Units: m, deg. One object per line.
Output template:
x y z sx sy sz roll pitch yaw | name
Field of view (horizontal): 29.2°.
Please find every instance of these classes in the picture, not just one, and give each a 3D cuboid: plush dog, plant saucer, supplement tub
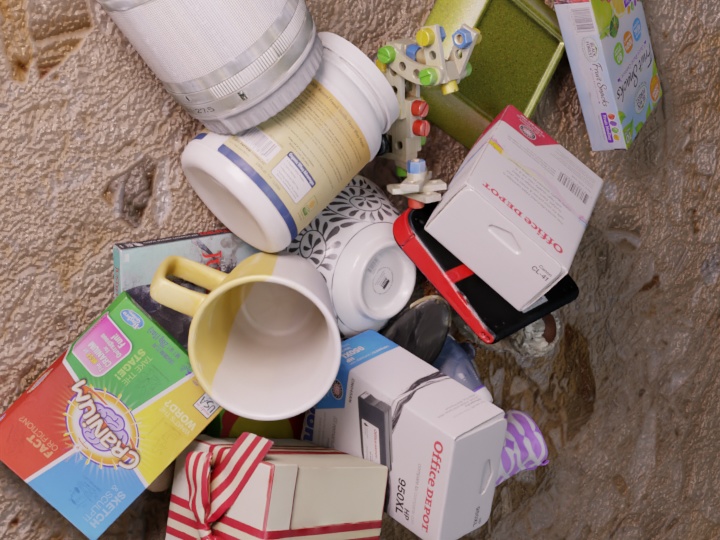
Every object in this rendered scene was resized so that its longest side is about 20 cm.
0.133 0.012 1.624 0.172 0.160 0.201 45 34 -24 | plush dog
0.157 -0.245 1.605 0.199 0.048 0.201 30 86 -38 | plant saucer
-0.069 -0.133 1.411 0.200 0.144 0.145 -46 126 -15 | supplement tub

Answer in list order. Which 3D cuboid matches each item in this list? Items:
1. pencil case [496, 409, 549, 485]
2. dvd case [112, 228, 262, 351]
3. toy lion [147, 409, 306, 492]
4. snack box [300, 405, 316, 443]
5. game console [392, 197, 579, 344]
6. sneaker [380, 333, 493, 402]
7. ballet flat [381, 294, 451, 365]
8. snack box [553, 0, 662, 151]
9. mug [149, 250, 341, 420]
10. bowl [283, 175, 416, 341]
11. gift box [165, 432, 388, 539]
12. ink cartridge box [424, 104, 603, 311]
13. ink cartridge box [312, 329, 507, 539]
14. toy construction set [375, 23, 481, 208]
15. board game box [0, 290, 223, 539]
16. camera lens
0.141 0.252 1.722 0.199 0.084 0.086 -30 85 -24 | pencil case
-0.168 0.031 1.467 0.199 0.022 0.147 -10 110 -36 | dvd case
-0.146 0.193 1.515 0.192 0.068 0.200 -55 128 -19 | toy lion
-0.042 0.185 1.564 0.072 0.024 0.202 -9 113 -62 | snack box
0.139 -0.012 1.530 0.199 0.177 0.031 -23 161 -49 | game console
0.059 0.144 1.641 0.080 0.147 0.200 -24 162 -45 | sneaker
0.043 0.103 1.558 0.066 0.057 0.201 30 117 1 | ballet flat
0.303 -0.267 1.674 0.142 0.053 0.201 -50 130 -42 | snack box
-0.100 0.037 1.393 0.149 0.153 0.187 -31 105 13 | mug
0.000 0.000 1.523 0.200 0.094 0.202 -16 114 -40 | bowl
-0.088 0.256 1.407 0.186 0.199 0.186 7 86 -41 | gift box
0.172 -0.073 1.524 0.147 0.086 0.200 40 39 -5 | ink cartridge box
0.046 0.176 1.459 0.084 0.199 0.146 -21 128 -40 | ink cartridge box
0.062 -0.170 1.498 0.092 0.130 0.202 -1 101 -53 | toy construction set
-0.250 0.145 1.375 0.200 0.040 0.153 -46 105 -3 | board game box
-0.145 -0.251 1.308 0.160 0.160 0.200 -48 126 -15 | camera lens
